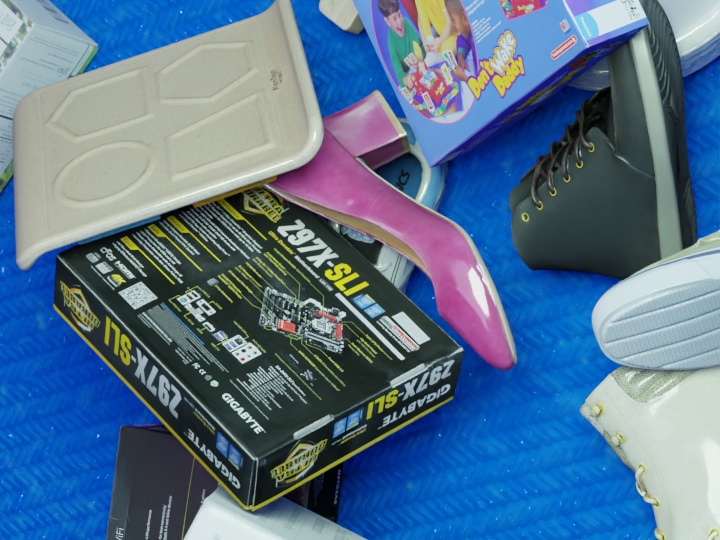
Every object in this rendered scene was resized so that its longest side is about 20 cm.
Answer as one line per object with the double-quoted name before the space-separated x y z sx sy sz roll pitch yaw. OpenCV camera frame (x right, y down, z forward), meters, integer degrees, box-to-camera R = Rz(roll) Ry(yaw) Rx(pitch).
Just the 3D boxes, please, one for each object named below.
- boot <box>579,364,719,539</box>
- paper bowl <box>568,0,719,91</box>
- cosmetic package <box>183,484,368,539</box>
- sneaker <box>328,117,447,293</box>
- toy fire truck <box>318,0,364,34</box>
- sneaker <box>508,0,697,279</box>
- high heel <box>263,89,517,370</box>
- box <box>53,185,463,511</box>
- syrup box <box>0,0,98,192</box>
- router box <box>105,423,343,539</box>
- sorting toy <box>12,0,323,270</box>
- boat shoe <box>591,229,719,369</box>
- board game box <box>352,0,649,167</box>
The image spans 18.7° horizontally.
"boot" 0.177 0.140 1.270 0.200 0.072 0.155 -46 68 8
"paper bowl" 0.148 -0.212 1.280 0.199 0.104 0.203 -2 82 11
"cosmetic package" -0.030 0.241 1.272 0.199 0.165 0.166 26 92 1
"sneaker" 0.000 0.000 1.376 0.071 0.072 0.202 18 94 26
"toy fire truck" 0.019 -0.195 1.400 0.140 0.049 0.202 -12 80 26
"sneaker" 0.131 -0.068 1.253 0.105 0.075 0.201 0 130 16
"high heel" 0.014 -0.010 1.293 0.095 0.067 0.201 -29 73 -3
"box" -0.063 0.033 1.293 0.200 0.159 0.050 42 140 30
"syrup box" -0.282 -0.106 1.526 0.079 0.081 0.201 42 104 26
"router box" -0.096 0.208 1.412 0.148 0.051 0.202 8 90 27
"sorting toy" -0.120 -0.082 1.334 0.199 0.037 0.186 -22 34 5
"boat shoe" 0.226 0.002 1.244 0.198 0.072 0.062 -15 40 0
"board game box" 0.068 -0.155 1.223 0.135 0.045 0.200 65 153 5
